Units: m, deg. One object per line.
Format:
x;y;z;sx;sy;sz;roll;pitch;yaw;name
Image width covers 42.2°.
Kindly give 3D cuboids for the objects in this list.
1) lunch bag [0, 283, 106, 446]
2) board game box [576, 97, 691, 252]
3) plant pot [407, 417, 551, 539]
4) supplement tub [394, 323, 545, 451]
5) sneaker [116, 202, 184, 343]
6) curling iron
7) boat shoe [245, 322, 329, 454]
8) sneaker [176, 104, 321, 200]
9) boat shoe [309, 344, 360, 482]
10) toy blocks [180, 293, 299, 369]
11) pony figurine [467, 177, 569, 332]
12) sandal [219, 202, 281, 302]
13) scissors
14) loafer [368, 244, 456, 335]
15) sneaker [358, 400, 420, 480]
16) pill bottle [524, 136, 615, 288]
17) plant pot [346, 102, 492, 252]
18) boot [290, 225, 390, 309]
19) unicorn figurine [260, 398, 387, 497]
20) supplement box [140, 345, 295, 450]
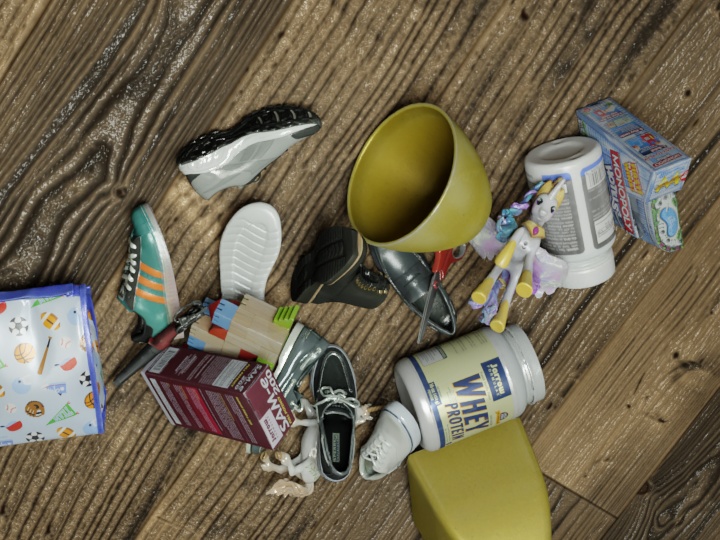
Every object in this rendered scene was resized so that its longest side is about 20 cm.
-0.430;0.114;1.234;0.167;0.124;0.203;-8;119;-12;lunch bag
0.397;-0.127;1.334;0.061;0.200;0.203;-20;114;-8;board game box
0.200;0.387;1.439;0.193;0.201;0.196;-17;135;-10;plant pot
0.163;0.172;1.409;0.197;0.145;0.147;-20;114;-7;supplement tub
-0.293;0.011;1.261;0.079;0.071;0.203;-13;114;-15;sneaker
-0.278;0.099;1.264;0.199;0.049;0.026;-38;84;29;curling iron
-0.107;0.178;1.345;0.061;0.073;0.202;24;87;1;boat shoe
-0.143;-0.160;1.247;0.198;0.074;0.080;-23;124;0;sneaker
-0.037;0.200;1.350;0.072;0.068;0.202;7;68;-10;boat shoe
-0.176;0.095;1.293;0.135;0.101;0.201;25;140;-1;toy blocks
0.219;-0.018;1.297;0.165;0.201;0.194;29;146;4;pony figurine
-0.159;-0.011;1.307;0.081;0.050;0.205;14;119;-5;sandal
0.106;0.006;1.342;0.074;0.014;0.201;57;50;-36;scissors
0.082;0.015;1.369;0.068;0.070;0.201;-38;115;1;loafer
0.039;0.265;1.396;0.071;0.073;0.201;-39;157;-27;sneaker
0.313;-0.083;1.375;0.112;0.114;0.203;-20;114;-8;pill bottle
0.099;-0.105;1.277;0.141;0.200;0.202;24;103;-39;plant pot
0.000;0.000;1.294;0.136;0.200;0.079;11;71;-23;boot
-0.066;0.252;1.416;0.136;0.074;0.202;25;99;-31;unicorn figurine
-0.196;0.170;1.274;0.061;0.198;0.110;-51;134;-37;supplement box
